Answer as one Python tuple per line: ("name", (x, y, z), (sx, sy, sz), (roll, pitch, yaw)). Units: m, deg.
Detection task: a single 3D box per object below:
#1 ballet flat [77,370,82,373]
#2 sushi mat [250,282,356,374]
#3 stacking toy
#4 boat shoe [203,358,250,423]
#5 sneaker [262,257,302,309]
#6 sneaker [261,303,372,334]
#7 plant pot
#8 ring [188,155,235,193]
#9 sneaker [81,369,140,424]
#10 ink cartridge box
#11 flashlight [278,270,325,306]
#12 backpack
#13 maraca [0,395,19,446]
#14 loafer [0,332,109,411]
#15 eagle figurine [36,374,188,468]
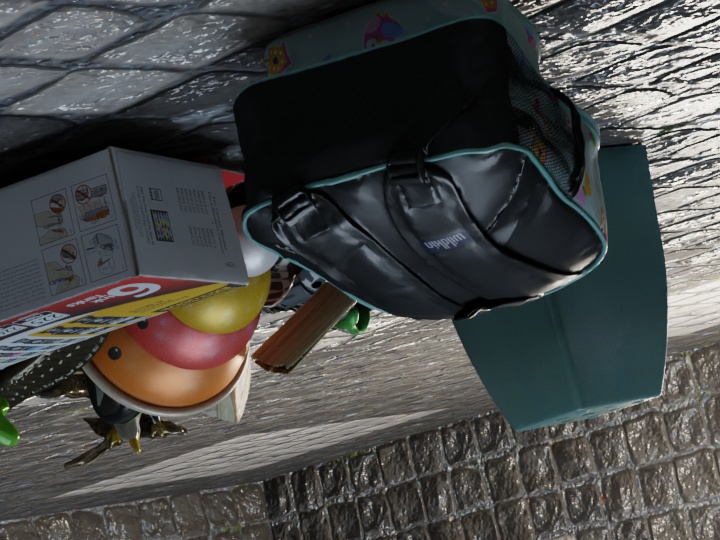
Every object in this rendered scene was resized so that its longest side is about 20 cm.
("ballet flat", (-0.247, 0.064, 1.829), (0.065, 0.071, 0.200), (26, -161, 35))
("sushi mat", (0.000, 0.000, 1.580), (0.200, 0.012, 0.096), (-46, -164, -13))
("stacking toy", (-0.112, 0.004, 1.533), (0.146, 0.146, 0.200), (-7, 158, -33))
("boat shoe", (-0.130, 0.052, 1.777), (0.069, 0.074, 0.200), (7, 136, 7))
("sneaker", (-0.027, -0.028, 1.599), (0.115, 0.076, 0.200), (-16, 174, -16))
("sneaker", (-0.039, 0.015, 1.800), (0.200, 0.085, 0.078), (-13, 171, 18))
("plant pot", (0.157, 0.019, 1.739), (0.141, 0.200, 0.141), (-7, 170, -35))
("ring", (-0.182, -0.045, 1.439), (0.200, 0.019, 0.200), (-13, 172, -2))
("sneaker", (-0.199, 0.062, 1.734), (0.084, 0.077, 0.200), (-43, 161, -33))
("ink cartridge box", (-0.181, -0.003, 1.371), (0.200, 0.084, 0.176), (-18, 169, 25))
("flashlight", (0.011, -0.020, 1.702), (0.200, 0.068, 0.068), (-22, 154, 32))
("backpack", (0.042, -0.058, 1.196), (0.176, 0.153, 0.200), (-18, 145, 23))
("maraca", (-0.313, 0.059, 1.424), (0.107, 0.200, 0.137), (-57, 172, 18))
("loafer", (-0.257, 0.063, 1.516), (0.200, 0.067, 0.076), (-34, 166, 22))
("eagle figurine", (-0.236, 0.106, 2.058), (0.152, 0.151, 0.200), (-50, 146, -18))
